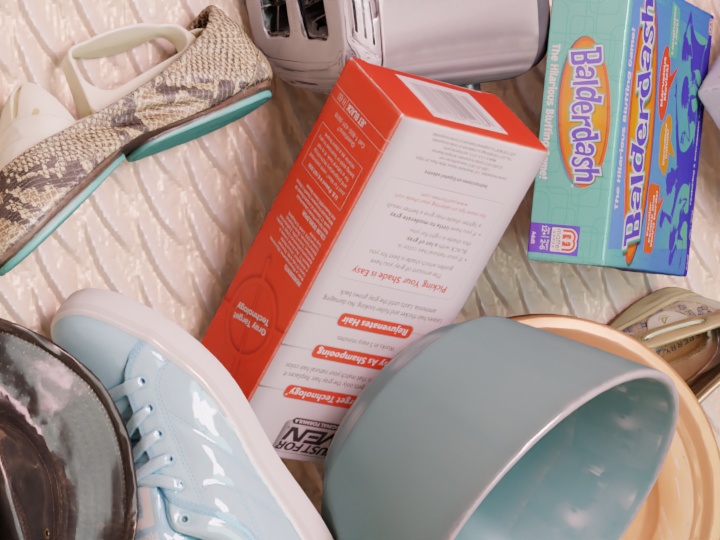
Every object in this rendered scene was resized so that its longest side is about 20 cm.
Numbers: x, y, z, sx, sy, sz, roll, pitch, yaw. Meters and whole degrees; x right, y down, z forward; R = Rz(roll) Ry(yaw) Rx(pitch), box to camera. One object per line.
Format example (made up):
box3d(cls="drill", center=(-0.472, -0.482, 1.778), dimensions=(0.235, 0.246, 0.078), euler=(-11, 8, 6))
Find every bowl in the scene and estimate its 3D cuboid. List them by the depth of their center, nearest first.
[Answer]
box3d(cls="bowl", center=(0.056, 0.102, 1.480), dimensions=(0.201, 0.105, 0.201), euler=(-39, 153, -24))

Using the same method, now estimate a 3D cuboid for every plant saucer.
box3d(cls="plant saucer", center=(0.101, 0.124, 1.586), dimensions=(0.200, 0.032, 0.201), euler=(0, 89, -11))

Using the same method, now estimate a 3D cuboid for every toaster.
box3d(cls="toaster", center=(0.013, -0.179, 1.498), dimensions=(0.129, 0.114, 0.201), euler=(-17, 107, -33))

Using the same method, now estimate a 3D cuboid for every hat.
box3d(cls="hat", center=(-0.190, 0.118, 1.352), dimensions=(0.200, 0.081, 0.201), euler=(0, 88, -11))

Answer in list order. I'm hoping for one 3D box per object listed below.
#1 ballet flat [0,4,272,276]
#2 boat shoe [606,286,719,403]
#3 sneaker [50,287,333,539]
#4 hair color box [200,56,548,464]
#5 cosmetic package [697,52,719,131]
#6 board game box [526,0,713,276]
box3d(cls="ballet flat", center=(-0.128, -0.072, 1.437), dimensions=(0.200, 0.068, 0.075), euler=(-36, 93, -36))
box3d(cls="boat shoe", center=(0.141, 0.072, 1.647), dimensions=(0.200, 0.063, 0.073), euler=(-38, 116, -28))
box3d(cls="sneaker", center=(-0.090, 0.100, 1.430), dimensions=(0.200, 0.074, 0.082), euler=(50, 42, -3))
box3d(cls="hair color box", center=(0.000, 0.000, 1.480), dimensions=(0.101, 0.061, 0.200), euler=(12, 116, -38))
box3d(cls="cosmetic package", center=(0.321, -0.103, 1.708), dimensions=(0.200, 0.123, 0.200), euler=(54, 46, -27))
box3d(cls="board game box", center=(0.143, -0.076, 1.587), dimensions=(0.200, 0.045, 0.153), euler=(3, 93, -71))
